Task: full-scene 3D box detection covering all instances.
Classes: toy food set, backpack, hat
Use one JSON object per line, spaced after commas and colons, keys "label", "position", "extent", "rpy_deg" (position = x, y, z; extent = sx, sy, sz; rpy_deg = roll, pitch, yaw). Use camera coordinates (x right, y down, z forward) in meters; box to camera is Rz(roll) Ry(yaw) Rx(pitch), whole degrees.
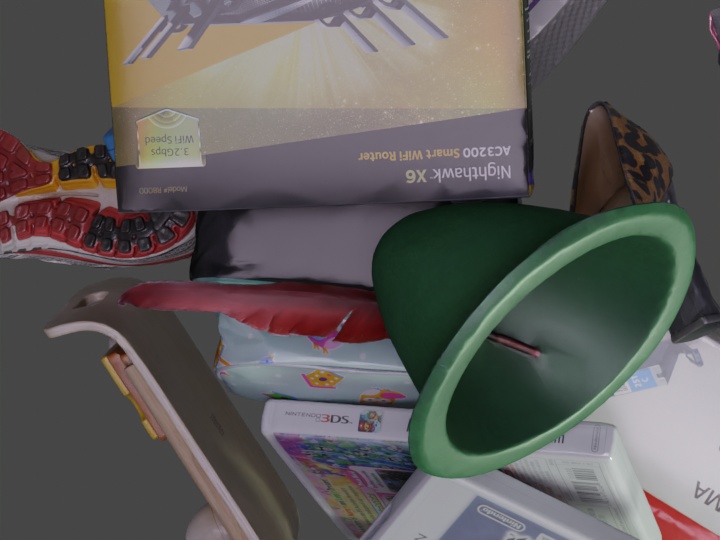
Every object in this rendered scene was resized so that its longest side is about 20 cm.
{"label": "toy food set", "position": [-0.103, 0.100, 1.437], "extent": [0.060, 0.144, 0.200], "rpy_deg": [-32, 95, 7]}
{"label": "backpack", "position": [0.000, 0.000, 1.382], "extent": [0.176, 0.200, 0.153], "rpy_deg": [1, 90, 2]}
{"label": "hat", "position": [0.031, -0.014, 1.249], "extent": [0.176, 0.200, 0.166], "rpy_deg": [45, 134, 29]}

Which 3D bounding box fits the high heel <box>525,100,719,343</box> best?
{"label": "high heel", "position": [0.113, -0.032, 1.377], "extent": [0.071, 0.200, 0.143], "rpy_deg": [-31, 71, 27]}

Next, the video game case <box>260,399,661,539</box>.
{"label": "video game case", "position": [0.059, 0.114, 1.394], "extent": [0.182, 0.200, 0.024], "rpy_deg": [4, 70, 15]}

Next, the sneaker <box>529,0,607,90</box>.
{"label": "sneaker", "position": [0.073, -0.167, 1.436], "extent": [0.114, 0.073, 0.200], "rpy_deg": [45, 104, 16]}

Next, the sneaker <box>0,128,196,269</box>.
{"label": "sneaker", "position": [-0.175, -0.032, 1.458], "extent": [0.200, 0.082, 0.078], "rpy_deg": [10, 80, 19]}

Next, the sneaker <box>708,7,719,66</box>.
{"label": "sneaker", "position": [0.224, -0.105, 1.436], "extent": [0.082, 0.070, 0.200], "rpy_deg": [23, 102, 25]}

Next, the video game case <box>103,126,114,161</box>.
{"label": "video game case", "position": [-0.023, -0.115, 1.371], "extent": [0.200, 0.143, 0.018], "rpy_deg": [-16, 107, 27]}

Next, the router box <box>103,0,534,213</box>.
{"label": "router box", "position": [-0.020, -0.110, 1.244], "extent": [0.200, 0.052, 0.157], "rpy_deg": [-3, 99, 6]}

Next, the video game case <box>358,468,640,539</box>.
{"label": "video game case", "position": [0.081, 0.190, 1.365], "extent": [0.200, 0.023, 0.182], "rpy_deg": [26, 129, -13]}

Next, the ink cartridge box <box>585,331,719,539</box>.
{"label": "ink cartridge box", "position": [0.147, 0.108, 1.473], "extent": [0.200, 0.045, 0.176], "rpy_deg": [31, 98, -1]}
